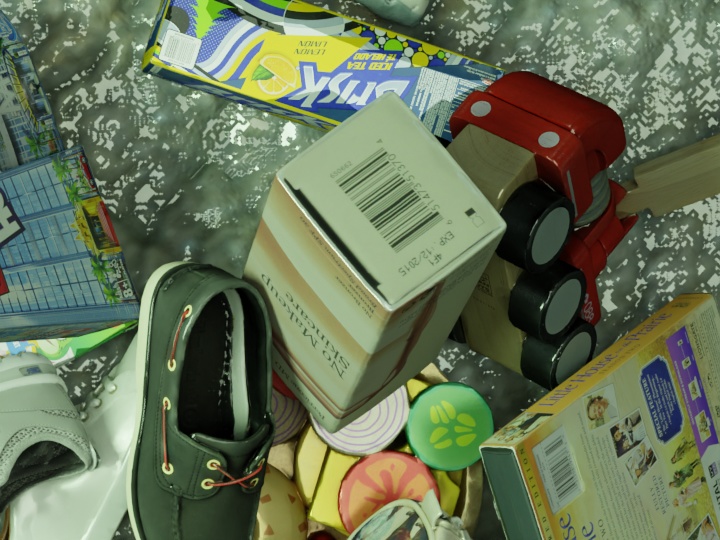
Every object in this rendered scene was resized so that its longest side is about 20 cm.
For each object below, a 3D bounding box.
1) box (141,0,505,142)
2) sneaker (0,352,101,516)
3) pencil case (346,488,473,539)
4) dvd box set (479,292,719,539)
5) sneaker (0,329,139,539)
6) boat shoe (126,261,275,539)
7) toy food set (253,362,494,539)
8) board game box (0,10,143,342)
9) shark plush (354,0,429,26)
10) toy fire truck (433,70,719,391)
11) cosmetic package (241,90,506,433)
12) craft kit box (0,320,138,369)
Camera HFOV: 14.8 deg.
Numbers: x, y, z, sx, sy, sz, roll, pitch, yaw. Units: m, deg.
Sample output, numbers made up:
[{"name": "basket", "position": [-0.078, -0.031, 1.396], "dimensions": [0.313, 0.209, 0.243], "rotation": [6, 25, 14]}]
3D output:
[{"name": "box", "position": [-0.023, -0.117, 1.614], "dimensions": [0.200, 0.070, 0.064], "rotation": [18, 87, -8]}, {"name": "sneaker", "position": [-0.231, 0.112, 1.506], "dimensions": [0.200, 0.075, 0.082], "rotation": [-28, 60, -30]}, {"name": "pencil case", "position": [0.082, 0.204, 1.600], "dimensions": [0.200, 0.078, 0.089], "rotation": [32, 123, -30]}, {"name": "dvd box set", "position": [0.158, 0.120, 1.597], "dimensions": [0.200, 0.029, 0.146], "rotation": [-34, 113, -40]}, {"name": "sneaker", "position": [-0.168, 0.107, 1.593], "dimensions": [0.085, 0.073, 0.200], "rotation": [26, 88, -10]}, {"name": "boat shoe", "position": [-0.086, 0.097, 1.548], "dimensions": [0.074, 0.063, 0.202], "rotation": [-7, 103, -33]}, {"name": "toy food set", "position": [-0.024, 0.121, 1.627], "dimensions": [0.200, 0.049, 0.198], "rotation": [17, 88, -8]}, {"name": "board game box", "position": [-0.236, -0.034, 1.492], "dimensions": [0.200, 0.062, 0.200], "rotation": [-24, 95, -48]}, {"name": "shark plush", "position": [-0.051, -0.202, 1.615], "dimensions": [0.200, 0.091, 0.083], "rotation": [10, 119, -13]}, {"name": "toy fire truck", "position": [0.137, -0.048, 1.595], "dimensions": [0.129, 0.176, 0.200], "rotation": [27, 62, 30]}, {"name": "cosmetic package", "position": [0.000, 0.000, 1.518], "dimensions": [0.087, 0.200, 0.103], "rotation": [-36, 77, -21]}, {"name": "craft kit box", "position": [-0.261, -0.008, 1.594], "dimensions": [0.197, 0.049, 0.200], "rotation": [-29, 95, -5]}]
